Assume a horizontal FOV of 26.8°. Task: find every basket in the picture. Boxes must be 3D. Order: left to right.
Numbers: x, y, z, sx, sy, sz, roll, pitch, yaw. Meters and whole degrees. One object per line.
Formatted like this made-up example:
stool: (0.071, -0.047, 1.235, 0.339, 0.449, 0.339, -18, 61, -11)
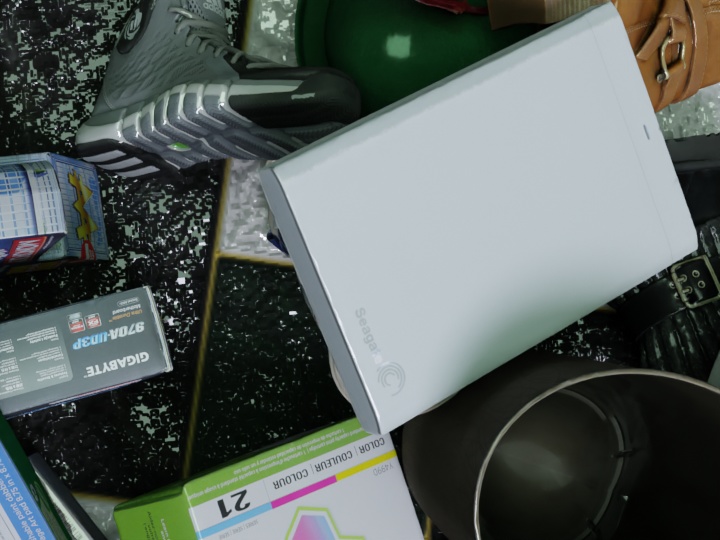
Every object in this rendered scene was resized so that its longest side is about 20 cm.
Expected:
basket: (0.104, 0.106, 0.763, 0.178, 0.200, 0.138, 20, 89, -17)

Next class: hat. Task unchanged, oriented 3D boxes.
hat: (0.030, -0.103, 0.789, 0.198, 0.176, 0.167, 25, 112, -6)

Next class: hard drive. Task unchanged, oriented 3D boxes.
hard drive: (0.062, -0.028, 0.719, 0.199, 0.026, 0.133, -28, 103, -23)

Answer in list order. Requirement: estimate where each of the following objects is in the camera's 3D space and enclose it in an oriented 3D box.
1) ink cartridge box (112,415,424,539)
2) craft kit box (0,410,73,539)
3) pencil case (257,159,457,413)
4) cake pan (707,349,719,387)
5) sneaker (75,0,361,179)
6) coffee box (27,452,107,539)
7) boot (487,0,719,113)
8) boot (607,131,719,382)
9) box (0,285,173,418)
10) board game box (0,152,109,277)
ink cartridge box: (-0.028, 0.195, 0.813, 0.147, 0.075, 0.202, -16, 86, -43)
craft kit box: (-0.243, 0.138, 0.707, 0.196, 0.049, 0.202, -25, 118, -7)
pencil case: (0.000, 0.000, 0.807, 0.088, 0.200, 0.079, 15, 110, -20)
cake pan: (0.255, 0.074, 0.856, 0.199, 0.037, 0.203, -19, 120, -38)
sneaker: (-0.078, -0.121, 0.828, 0.075, 0.198, 0.117, 27, 66, -47)
coffee box: (-0.221, 0.207, 0.817, 0.199, 0.080, 0.113, -40, 91, -9)
boot: (0.137, -0.093, 0.825, 0.154, 0.076, 0.203, -14, 103, -37)
boot: (0.149, 0.011, 0.882, 0.208, 0.079, 0.160, -9, 86, -8)
box: (-0.198, 0.058, 0.795, 0.197, 0.159, 0.047, -15, 88, -9)
board game box: (-0.224, -0.028, 0.804, 0.197, 0.200, 0.063, -9, 86, -22)
